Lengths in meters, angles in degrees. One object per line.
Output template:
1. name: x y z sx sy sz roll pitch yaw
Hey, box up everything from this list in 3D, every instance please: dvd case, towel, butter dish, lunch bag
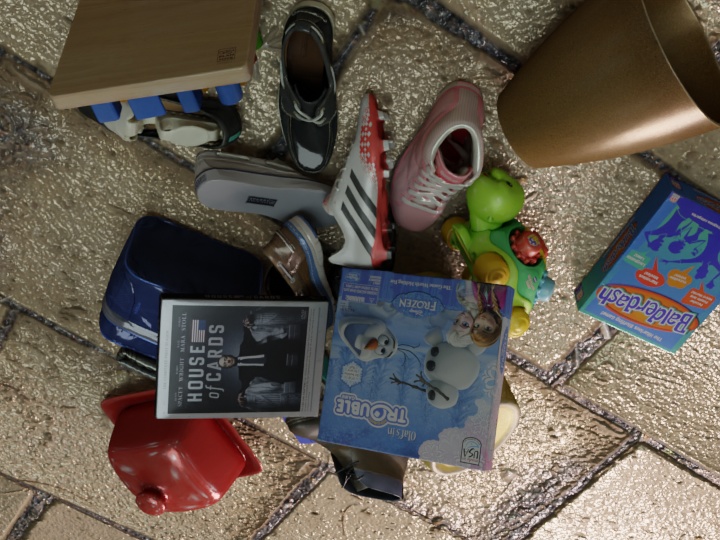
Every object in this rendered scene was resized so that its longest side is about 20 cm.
1. dvd case: -0.141 0.102 1.119 0.198 0.025 0.152 1 107 -17
2. towel: -0.219 0.135 1.237 0.198 0.192 0.035 24 86 -9
3. butter dish: -0.272 0.277 1.335 0.198 0.149 0.200 -13 126 28
4. lunch bag: -0.219 0.042 1.188 0.198 0.137 0.133 23 124 -13

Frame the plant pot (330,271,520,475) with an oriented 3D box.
1. plant pot: 0.091 0.137 1.153 0.199 0.189 0.202 -22 142 -18

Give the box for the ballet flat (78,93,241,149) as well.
1. ballet flat: -0.235 -0.177 1.076 0.197 0.069 0.069 7 124 -1

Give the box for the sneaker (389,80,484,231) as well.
1. sneaker: 0.085 -0.109 1.081 0.075 0.105 0.201 17 126 -11

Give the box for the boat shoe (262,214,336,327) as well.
1. boat shoe: -0.083 0.015 1.167 0.072 0.072 0.201 -31 142 -16

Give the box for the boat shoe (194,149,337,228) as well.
1. boat shoe: -0.104 -0.101 1.121 0.198 0.066 0.072 6 143 -25

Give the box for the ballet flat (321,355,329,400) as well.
1. ballet flat: -0.086 0.112 1.276 0.069 0.070 0.201 -20 125 17

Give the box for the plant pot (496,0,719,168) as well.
1. plant pot: 0.247 -0.191 0.980 0.199 0.187 0.186 -26 120 35

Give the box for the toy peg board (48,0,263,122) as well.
1. toy peg board: -0.190 -0.223 0.975 0.197 0.201 0.098 -7 140 9

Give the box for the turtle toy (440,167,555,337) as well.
1. turtle toy: 0.167 -0.027 1.123 0.100 0.146 0.201 -29 122 -3

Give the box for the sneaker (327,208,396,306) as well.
1. sneaker: 0.000 0.000 1.185 0.090 0.076 0.202 6 124 7

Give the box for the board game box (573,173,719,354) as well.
1. board game box: 0.384 -0.003 1.169 0.151 0.045 0.201 22 124 -12

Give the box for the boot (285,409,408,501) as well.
1. boot: -0.012 0.247 1.260 0.198 0.098 0.075 17 148 -31

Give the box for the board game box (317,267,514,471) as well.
1. board game box: 0.061 0.106 1.052 0.198 0.043 0.202 5 84 23

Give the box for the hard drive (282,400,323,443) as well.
1. hard drive: 0.000 0.210 1.325 0.197 0.026 0.132 -5 153 7

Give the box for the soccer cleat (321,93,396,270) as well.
1. soccer cleat: -0.004 -0.100 1.084 0.084 0.069 0.203 -1 101 9

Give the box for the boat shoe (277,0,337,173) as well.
1. boat shoe: -0.061 -0.193 1.055 0.071 0.068 0.202 2 127 0
